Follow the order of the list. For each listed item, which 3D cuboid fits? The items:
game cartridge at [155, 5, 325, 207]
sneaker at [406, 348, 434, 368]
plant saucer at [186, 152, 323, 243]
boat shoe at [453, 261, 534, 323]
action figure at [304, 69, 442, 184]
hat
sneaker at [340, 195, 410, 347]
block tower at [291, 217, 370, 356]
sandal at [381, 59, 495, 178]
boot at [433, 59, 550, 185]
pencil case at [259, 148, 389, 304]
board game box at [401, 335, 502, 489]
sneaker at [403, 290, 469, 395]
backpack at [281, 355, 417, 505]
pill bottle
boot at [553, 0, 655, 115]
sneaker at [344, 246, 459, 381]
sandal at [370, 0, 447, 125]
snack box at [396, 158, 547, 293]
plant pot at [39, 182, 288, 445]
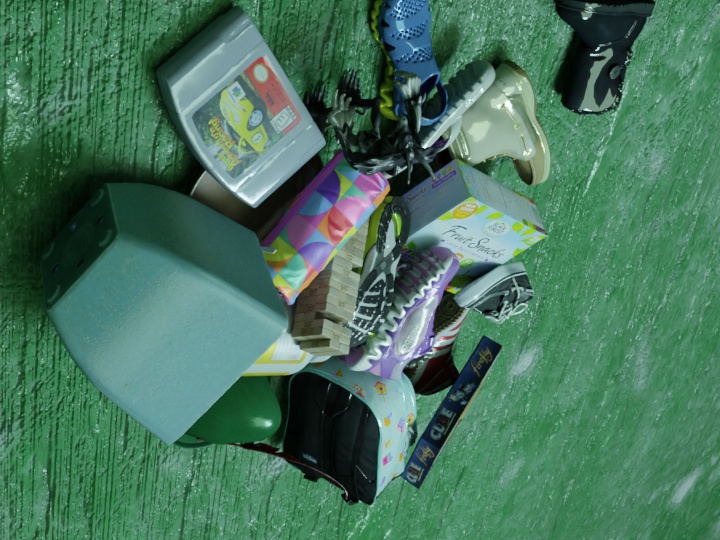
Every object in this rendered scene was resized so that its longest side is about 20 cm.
[{"bbox_3d":[-0.132,-0.169,1.385,0.133,0.041,0.201,-41,128,-8],"label":"game cartridge"},{"bbox_3d":[0.020,0.053,1.734,0.078,0.090,0.200,-31,129,21],"label":"sneaker"},{"bbox_3d":[-0.132,-0.082,1.496,0.199,0.034,0.202,-24,135,-27],"label":"plant saucer"},{"bbox_3d":[0.193,0.037,1.776,0.073,0.068,0.199,-33,172,22],"label":"boat shoe"},{"bbox_3d":[0.014,-0.168,1.429,0.118,0.200,0.103,-19,124,-27],"label":"action figure"},{"bbox_3d":[-0.130,0.206,1.622,0.199,0.176,0.167,-14,131,-36],"label":"hat"},{"bbox_3d":[0.000,0.000,1.608,0.074,0.080,0.202,28,78,-45],"label":"sneaker"},{"bbox_3d":[-0.035,0.000,1.552,0.054,0.057,0.202,25,66,-45],"label":"block tower"},{"bbox_3d":[0.096,-0.176,1.576,0.202,0.083,0.050,-42,119,9],"label":"sandal"},{"bbox_3d":[0.171,-0.162,1.692,0.154,0.072,0.201,-38,135,-15],"label":"boot"},{"bbox_3d":[-0.054,-0.052,1.488,0.200,0.088,0.088,-49,143,-9],"label":"pencil case"},{"bbox_3d":[0.132,0.205,1.837,0.200,0.034,0.136,-54,170,-34],"label":"board game box"},{"bbox_3d":[0.122,0.097,1.865,0.201,0.071,0.112,-55,144,6],"label":"sneaker"},{"bbox_3d":[-0.011,0.195,1.737,0.153,0.175,0.201,-42,146,-35],"label":"backpack"},{"bbox_3d":[-0.123,0.074,1.572,0.199,0.112,0.113,4,119,-46],"label":"pill bottle"},{"bbox_3d":[0.311,-0.292,1.712,0.199,0.076,0.170,-10,124,-47],"label":"boot"},{"bbox_3d":[0.068,0.062,1.642,0.088,0.081,0.201,34,99,-23],"label":"sneaker"},{"bbox_3d":[0.066,-0.252,1.504,0.079,0.087,0.201,-30,137,-19],"label":"sandal"},{"bbox_3d":[0.126,-0.054,1.691,0.168,0.068,0.199,-33,150,26],"label":"snack box"},{"bbox_3d":[-0.228,0.022,1.353,0.196,0.197,0.200,-44,125,12],"label":"plant pot"}]
